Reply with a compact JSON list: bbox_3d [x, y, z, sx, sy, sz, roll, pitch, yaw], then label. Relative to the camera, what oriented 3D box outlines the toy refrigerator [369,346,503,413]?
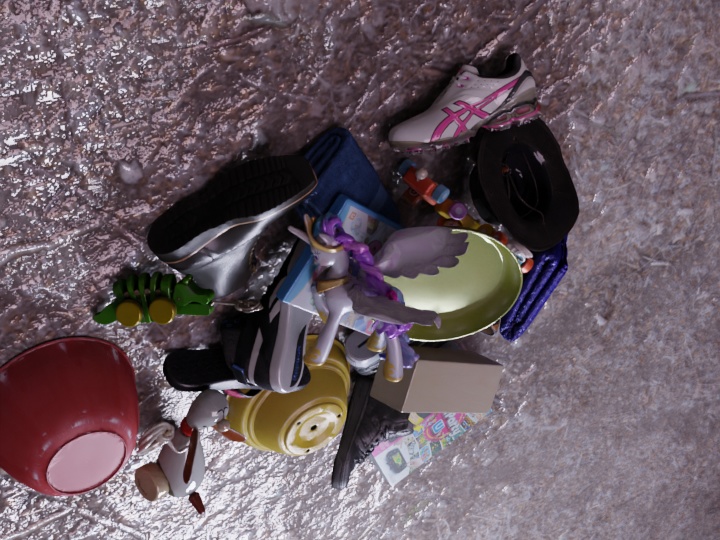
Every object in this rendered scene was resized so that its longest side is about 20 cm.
[{"bbox_3d":[0.107,0.151,1.537,0.200,0.070,0.076,8,101,-47],"label":"toy refrigerator"}]

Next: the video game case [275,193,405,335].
[{"bbox_3d":[0.000,0.000,1.353,0.200,0.018,0.143,25,101,-50],"label":"video game case"}]

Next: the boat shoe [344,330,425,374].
[{"bbox_3d":[0.066,0.075,1.548,0.200,0.072,0.071,-29,153,-7],"label":"boat shoe"}]

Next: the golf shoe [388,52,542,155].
[{"bbox_3d":[0.120,-0.200,1.348,0.200,0.073,0.092,-21,103,-15],"label":"golf shoe"}]

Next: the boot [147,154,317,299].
[{"bbox_3d":[-0.125,-0.046,1.271,0.200,0.078,0.138,-23,145,9],"label":"boot"}]

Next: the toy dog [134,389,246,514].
[{"bbox_3d":[-0.207,0.241,1.396,0.132,0.096,0.200,-37,166,-27],"label":"toy dog"}]

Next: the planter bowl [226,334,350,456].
[{"bbox_3d":[-0.081,0.191,1.511,0.200,0.083,0.201,-21,135,-23],"label":"planter bowl"}]

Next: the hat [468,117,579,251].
[{"bbox_3d":[0.198,-0.107,1.456,0.200,0.201,0.081,7,160,-42],"label":"hat"}]

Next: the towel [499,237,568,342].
[{"bbox_3d":[0.248,0.003,1.543,0.200,0.050,0.148,-60,174,-64],"label":"towel"}]

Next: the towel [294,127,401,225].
[{"bbox_3d":[-0.013,-0.075,1.342,0.112,0.049,0.200,-51,141,-14],"label":"towel"}]

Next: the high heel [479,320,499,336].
[{"bbox_3d":[0.094,0.036,1.462,0.200,0.143,0.071,-12,158,-33],"label":"high heel"}]

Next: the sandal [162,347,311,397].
[{"bbox_3d":[-0.159,0.131,1.411,0.200,0.075,0.045,2,138,-29],"label":"sandal"}]

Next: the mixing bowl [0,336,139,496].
[{"bbox_3d":[-0.335,0.188,1.288,0.200,0.108,0.200,-22,137,-23],"label":"mixing bowl"}]

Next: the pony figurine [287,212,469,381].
[{"bbox_3d":[0.014,0.030,1.245,0.167,0.193,0.200,-62,156,-47],"label":"pony figurine"}]

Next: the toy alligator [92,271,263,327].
[{"bbox_3d":[-0.209,0.026,1.245,0.200,0.059,0.054,-5,105,11],"label":"toy alligator"}]

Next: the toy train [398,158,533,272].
[{"bbox_3d":[0.126,-0.054,1.397,0.056,0.200,0.150,-51,164,2],"label":"toy train"}]

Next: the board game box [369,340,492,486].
[{"bbox_3d":[0.092,0.218,1.689,0.200,0.064,0.148,-36,140,-9],"label":"board game box"}]

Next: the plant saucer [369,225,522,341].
[{"bbox_3d":[0.097,0.011,1.353,0.200,0.031,0.200,-2,136,-2],"label":"plant saucer"}]

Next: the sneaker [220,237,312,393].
[{"bbox_3d":[-0.117,0.045,1.365,0.073,0.112,0.200,31,69,-59],"label":"sneaker"}]

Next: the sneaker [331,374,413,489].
[{"bbox_3d":[0.029,0.223,1.578,0.060,0.104,0.200,110,-5,-78],"label":"sneaker"}]
